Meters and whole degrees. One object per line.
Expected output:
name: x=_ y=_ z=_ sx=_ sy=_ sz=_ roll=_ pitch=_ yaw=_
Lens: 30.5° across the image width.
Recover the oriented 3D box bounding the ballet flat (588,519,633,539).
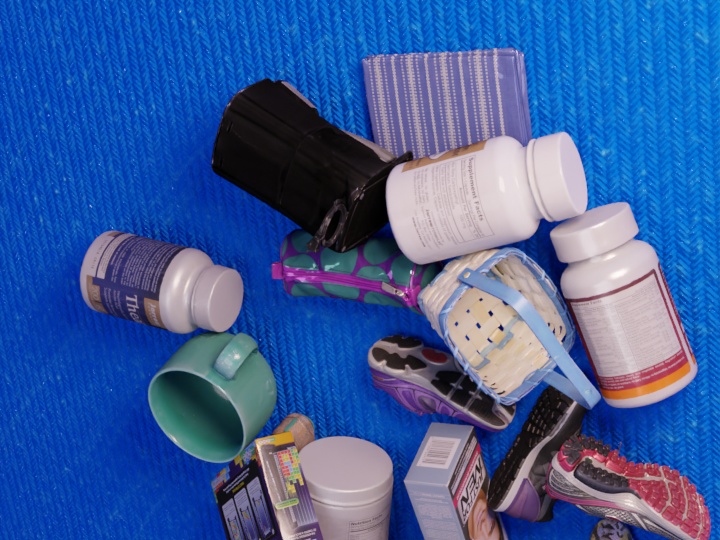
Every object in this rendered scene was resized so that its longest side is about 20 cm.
ballet flat: x=0.299 y=0.399 z=1.590 sx=0.071 sy=0.072 sz=0.203 roll=9 pitch=114 yaw=27

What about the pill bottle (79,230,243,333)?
pill bottle: x=-0.257 y=0.020 z=1.725 sx=0.198 sy=0.111 sz=0.112 roll=12 pitch=116 yaw=25

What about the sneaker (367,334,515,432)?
sneaker: x=0.099 y=0.145 z=1.609 sx=0.198 sy=0.081 sz=0.084 roll=24 pitch=138 yaw=27

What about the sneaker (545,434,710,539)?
sneaker: x=0.307 y=0.258 z=1.510 sx=0.198 sy=0.081 sz=0.075 roll=27 pitch=131 yaw=1

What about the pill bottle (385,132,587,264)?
pill bottle: x=0.137 y=-0.082 z=1.429 sx=0.198 sy=0.114 sz=0.116 roll=-13 pitch=103 yaw=25

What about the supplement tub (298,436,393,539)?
supplement tub: x=-0.027 y=0.333 z=1.712 sx=0.131 sy=0.132 sz=0.202 roll=15 pitch=117 yaw=24

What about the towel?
towel: x=0.099 y=-0.178 z=1.496 sx=0.198 sy=0.024 sz=0.147 roll=3 pitch=114 yaw=31

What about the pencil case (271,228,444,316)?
pencil case: x=0.000 y=0.000 z=1.581 sx=0.198 sy=0.092 sz=0.086 roll=7 pitch=114 yaw=28

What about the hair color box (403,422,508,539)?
hair color box: x=0.118 y=0.292 z=1.597 sx=0.060 sy=0.099 sz=0.202 roll=2 pitch=129 yaw=27

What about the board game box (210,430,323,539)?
board game box: x=-0.119 y=0.314 z=1.683 sx=0.200 sy=0.056 sz=0.167 roll=-45 pitch=60 yaw=58

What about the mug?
mug: x=-0.173 y=0.153 z=1.720 sx=0.184 sy=0.115 sz=0.153 roll=-14 pitch=113 yaw=38

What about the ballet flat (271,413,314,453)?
ballet flat: x=-0.102 y=0.287 z=1.774 sx=0.067 sy=0.067 sz=0.202 roll=14 pitch=117 yaw=26

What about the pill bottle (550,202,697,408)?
pill bottle: x=0.280 y=0.037 z=1.423 sx=0.109 sy=0.109 sz=0.202 roll=-16 pitch=101 yaw=34

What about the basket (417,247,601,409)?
basket: x=0.162 y=0.061 z=1.436 sx=0.177 sy=0.139 sz=0.200 roll=52 pitch=173 yaw=-30

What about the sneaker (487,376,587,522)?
sneaker: x=0.234 y=0.212 z=1.563 sx=0.087 sy=0.076 sz=0.201 roll=23 pitch=117 yaw=-13

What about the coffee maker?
coffee maker: x=-0.067 y=-0.123 z=1.498 sx=0.199 sy=0.192 sz=0.136 roll=32 pitch=103 yaw=17
